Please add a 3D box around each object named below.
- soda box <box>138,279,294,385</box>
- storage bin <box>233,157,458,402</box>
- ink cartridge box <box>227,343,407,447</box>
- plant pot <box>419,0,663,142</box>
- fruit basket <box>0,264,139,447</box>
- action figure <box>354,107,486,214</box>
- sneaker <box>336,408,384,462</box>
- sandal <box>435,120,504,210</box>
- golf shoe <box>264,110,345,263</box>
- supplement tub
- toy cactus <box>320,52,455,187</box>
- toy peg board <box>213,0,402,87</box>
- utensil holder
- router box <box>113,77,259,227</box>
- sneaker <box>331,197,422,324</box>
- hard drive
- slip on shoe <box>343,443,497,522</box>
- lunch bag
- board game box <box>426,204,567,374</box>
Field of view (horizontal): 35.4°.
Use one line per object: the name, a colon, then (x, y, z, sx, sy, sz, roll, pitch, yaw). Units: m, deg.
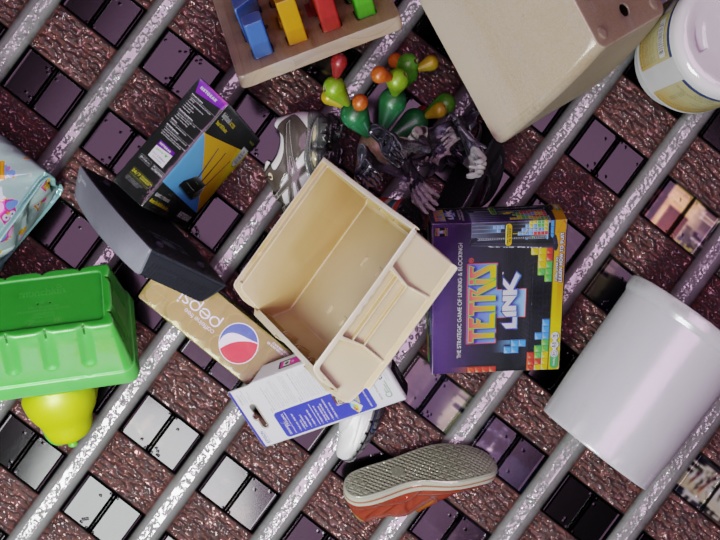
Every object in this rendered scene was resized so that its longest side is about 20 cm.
soda box: (-0.176, 0.067, 1.396, 0.199, 0.064, 0.068, 39, 89, -2)
storage bin: (-0.025, 0.010, 1.276, 0.093, 0.200, 0.200, 35, 93, -42)
ink cartridge box: (-0.051, 0.141, 1.347, 0.198, 0.037, 0.095, -22, 118, 17)
plant pot: (0.224, -0.300, 1.304, 0.199, 0.176, 0.202, -32, 93, -34)
fruit basket: (-0.368, 0.107, 1.369, 0.212, 0.217, 0.157, -13, 52, -2)
action figure: (0.087, -0.128, 1.325, 0.119, 0.198, 0.103, -46, 64, 41)
sneaker: (-0.007, 0.136, 1.411, 0.086, 0.074, 0.203, 10, 85, 10)
sandal: (0.156, -0.127, 1.402, 0.048, 0.075, 0.202, 30, 91, -21)
golf shoe: (-0.075, -0.096, 1.400, 0.093, 0.078, 0.204, 9, 95, 21)
supplement tub: (0.411, -0.265, 1.340, 0.142, 0.200, 0.147, 0, 92, -2)
toy cactus: (0.023, -0.187, 1.364, 0.102, 0.198, 0.167, 35, 115, 36)
toy peg board: (-0.077, -0.336, 1.313, 0.196, 0.201, 0.099, -20, 133, -1)
utensil holder: (0.341, 0.136, 1.370, 0.169, 0.170, 0.201, 36, 93, -3)
router box: (-0.198, -0.131, 1.320, 0.051, 0.200, 0.150, 40, 90, 6)
sneaker: (0.000, -0.001, 1.385, 0.070, 0.093, 0.202, 36, 72, -46)
hard drive: (-0.249, -0.040, 1.302, 0.043, 0.200, 0.134, -53, 138, 7)
slip on shoe: (0.076, 0.268, 1.418, 0.197, 0.074, 0.062, -13, 127, -8)
lunch bag: (-0.483, -0.078, 1.353, 0.169, 0.122, 0.201, 37, 84, -4)
board game box: (0.164, 0.024, 1.379, 0.162, 0.057, 0.203, -3, 113, -3)
